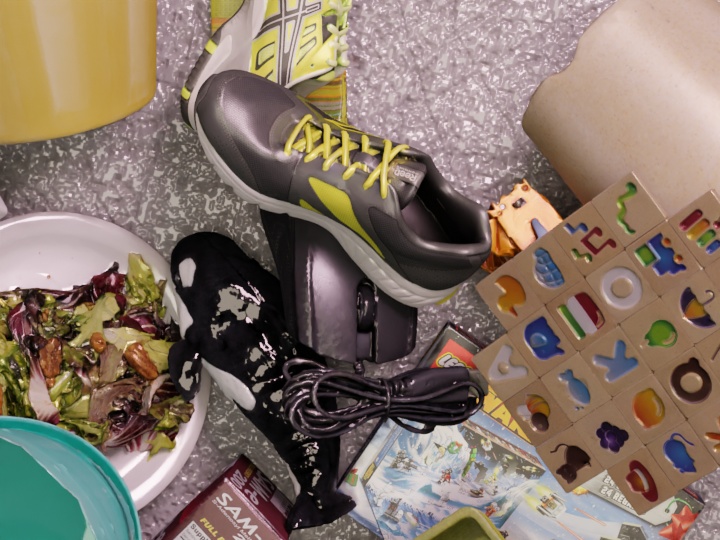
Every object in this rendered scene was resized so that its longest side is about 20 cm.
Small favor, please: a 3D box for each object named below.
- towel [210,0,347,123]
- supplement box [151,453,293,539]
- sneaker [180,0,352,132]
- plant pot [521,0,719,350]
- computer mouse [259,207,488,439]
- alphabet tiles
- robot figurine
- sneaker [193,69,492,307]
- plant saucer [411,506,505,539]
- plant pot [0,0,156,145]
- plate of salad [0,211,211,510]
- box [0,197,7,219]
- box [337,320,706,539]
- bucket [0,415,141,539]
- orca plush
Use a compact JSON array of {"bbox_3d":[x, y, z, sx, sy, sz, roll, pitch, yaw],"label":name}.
[{"bbox_3d":[-0.054,-0.186,1.361,0.085,0.018,0.202,-2,94,1],"label":"towel"},{"bbox_3d":[-0.129,0.209,1.348,0.200,0.109,0.061,-44,91,4],"label":"supplement box"},{"bbox_3d":[-0.030,-0.158,1.314,0.076,0.075,0.201,34,107,14],"label":"sneaker"},{"bbox_3d":[0.203,-0.072,1.288,0.183,0.200,0.201,45,95,10],"label":"plant pot"},{"bbox_3d":[0.000,0.000,1.312,0.137,0.053,0.201,-2,62,-30],"label":"computer mouse"},{"bbox_3d":[0.158,0.044,1.233,0.200,0.006,0.167,-38,88,37],"label":"alphabet tiles"},{"bbox_3d":[0.142,0.042,1.314,0.058,0.145,0.201,-36,82,-4],"label":"robot figurine"},{"bbox_3d":[-0.003,-0.059,1.254,0.199,0.085,0.075,34,60,-16],"label":"sneaker"},{"bbox_3d":[0.067,0.259,1.347,0.199,0.048,0.200,-37,93,31],"label":"plant saucer"},{"bbox_3d":[-0.201,-0.185,1.289,0.199,0.201,0.190,-9,110,3],"label":"plant pot"},{"bbox_3d":[-0.184,0.062,1.340,0.198,0.048,0.202,3,82,-22],"label":"plate of salad"},{"bbox_3d":[-0.341,-0.091,1.262,0.130,0.199,0.201,-38,71,6],"label":"box"},{"bbox_3d":[0.099,0.144,1.369,0.199,0.040,0.137,35,96,-1],"label":"box"},{"bbox_3d":[-0.221,0.180,1.236,0.205,0.135,0.209,0,90,7],"label":"bucket"},{"bbox_3d":[-0.060,0.060,1.326,0.104,0.071,0.202,-9,73,-17],"label":"orca plush"}]
